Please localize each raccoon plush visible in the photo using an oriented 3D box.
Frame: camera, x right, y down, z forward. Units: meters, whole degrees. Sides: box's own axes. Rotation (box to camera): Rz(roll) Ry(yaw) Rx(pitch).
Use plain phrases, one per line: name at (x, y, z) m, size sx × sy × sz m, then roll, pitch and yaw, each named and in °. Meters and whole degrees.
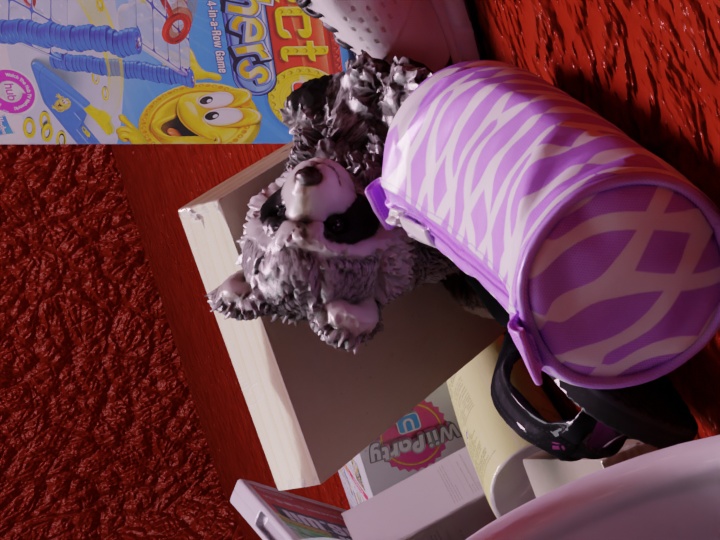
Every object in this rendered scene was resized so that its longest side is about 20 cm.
raccoon plush at (0.020, 0.005, 1.065) m, size 0.096 × 0.134 × 0.200 m, roll 0°, pitch 146°, yaw 39°

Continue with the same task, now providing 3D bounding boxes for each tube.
tube at (0.066, 0.059, 1.237) m, size 0.058 × 0.052 × 0.200 m, roll -66°, pitch 20°, yaw 18°

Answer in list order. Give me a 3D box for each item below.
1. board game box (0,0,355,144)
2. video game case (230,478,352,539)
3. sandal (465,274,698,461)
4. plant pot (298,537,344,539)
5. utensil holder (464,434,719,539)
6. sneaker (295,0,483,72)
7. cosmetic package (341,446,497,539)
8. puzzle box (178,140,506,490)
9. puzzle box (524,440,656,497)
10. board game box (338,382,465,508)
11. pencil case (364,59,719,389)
board game box at (-0.100, -0.155, 1.176) m, size 0.056 × 0.195 × 0.201 m, roll -74°, pitch -20°, yaw -51°
video game case at (0.018, 0.172, 1.406) m, size 0.018 × 0.143 × 0.200 m, roll -69°, pitch 22°, yaw 6°
sandal at (0.081, 0.043, 0.981) m, size 0.075 × 0.048 × 0.200 m, roll 31°, pitch -173°, yaw -13°
plant pot at (-0.012, 0.248, 1.193) m, size 0.134 × 0.200 × 0.200 m, roll 41°, pitch -170°, yaw -36°
utensil holder at (0.119, 0.173, 0.754) m, size 0.170 × 0.169 × 0.201 m, roll -145°, pitch 31°, yaw -75°
sneaker at (0.001, -0.126, 1.068) m, size 0.074 × 0.080 × 0.200 m, roll -123°, pitch 13°, yaw -48°
cosmetic package at (0.069, 0.188, 1.283) m, size 0.200 × 0.082 × 0.051 m, roll 63°, pitch 177°, yaw -31°
puzzle box at (0.000, 0.000, 1.134) m, size 0.200 × 0.025 × 0.134 m, roll -34°, pitch -72°, yaw -54°
puzzle box at (0.131, 0.170, 1.069) m, size 0.133 × 0.025 × 0.201 m, roll 161°, pitch 88°, yaw -78°
board game box at (0.009, 0.061, 1.365) m, size 0.148 × 0.064 × 0.201 m, roll -134°, pitch 26°, yaw -75°
pencil case at (0.063, -0.021, 0.903) m, size 0.200 × 0.085 × 0.084 m, roll -136°, pitch 24°, yaw -70°
